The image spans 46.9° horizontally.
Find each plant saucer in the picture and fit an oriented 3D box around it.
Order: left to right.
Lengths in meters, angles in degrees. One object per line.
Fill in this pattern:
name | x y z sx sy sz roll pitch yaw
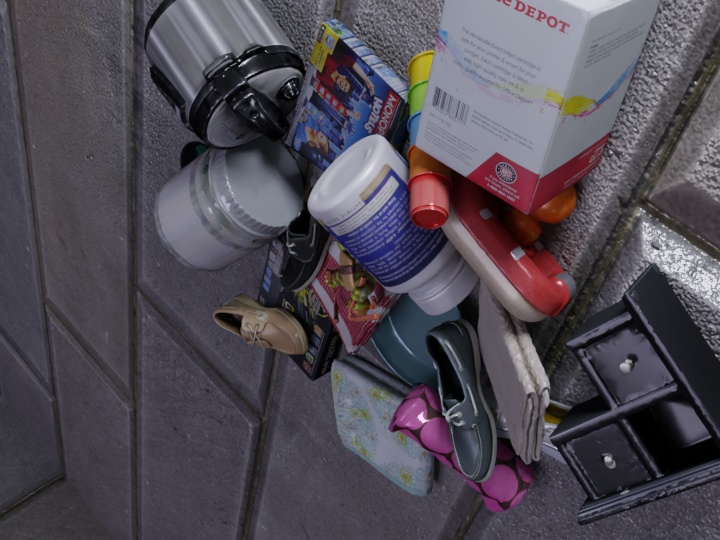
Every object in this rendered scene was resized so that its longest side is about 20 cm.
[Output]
plant saucer | 0.082 0.072 1.133 0.199 0.036 0.202 28 132 36

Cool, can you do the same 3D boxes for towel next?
towel | 0.000 0.000 1.129 0.145 0.023 0.201 58 133 30
towel | 0.034 0.239 1.291 0.199 0.048 0.173 25 132 38
towel | 0.171 0.103 0.938 0.201 0.034 0.134 -103 6 -46

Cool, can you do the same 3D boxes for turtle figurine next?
turtle figurine | -0.008 -0.010 1.059 0.200 0.064 0.164 -162 60 -75

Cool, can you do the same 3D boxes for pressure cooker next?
pressure cooker | -0.166 -0.257 1.079 0.201 0.175 0.179 55 139 12

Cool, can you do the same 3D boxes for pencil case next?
pencil case | 0.132 0.239 1.112 0.199 0.091 0.094 39 136 1

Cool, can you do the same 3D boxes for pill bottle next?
pill bottle | 0.045 -0.046 0.960 0.200 0.120 0.119 45 148 -22

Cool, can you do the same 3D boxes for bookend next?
bookend | 0.270 0.133 0.871 0.198 0.092 0.201 -35 86 39

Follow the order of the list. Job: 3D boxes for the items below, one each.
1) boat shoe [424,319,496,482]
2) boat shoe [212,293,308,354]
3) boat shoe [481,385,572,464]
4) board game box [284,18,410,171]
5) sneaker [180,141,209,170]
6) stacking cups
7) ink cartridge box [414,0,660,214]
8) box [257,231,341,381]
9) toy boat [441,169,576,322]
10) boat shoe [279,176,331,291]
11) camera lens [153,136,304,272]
boat shoe | 0.117 0.164 1.024 0.072 0.061 0.203 -11 86 50
boat shoe | -0.161 0.096 1.329 0.199 0.064 0.072 18 126 44
boat shoe | 0.205 0.167 1.020 0.200 0.074 0.087 21 129 37
board game box | 0.009 -0.174 1.033 0.200 0.061 0.201 46 141 16
sneaker | -0.252 -0.111 1.376 0.087 0.074 0.202 -14 100 63
stacking cups | 0.071 -0.139 0.881 0.060 0.202 0.061 6 151 3
ink cartridge box | 0.162 -0.191 0.772 0.145 0.144 0.202 37 138 27
box | -0.090 0.054 1.312 0.161 0.049 0.201 46 140 24
toy boat | 0.175 -0.053 0.894 0.131 0.130 0.201 -43 79 22
boat shoe | -0.078 -0.051 1.169 0.201 0.067 0.072 -60 40 37
camera lens | -0.198 -0.098 1.227 0.199 0.159 0.161 -25 95 42
